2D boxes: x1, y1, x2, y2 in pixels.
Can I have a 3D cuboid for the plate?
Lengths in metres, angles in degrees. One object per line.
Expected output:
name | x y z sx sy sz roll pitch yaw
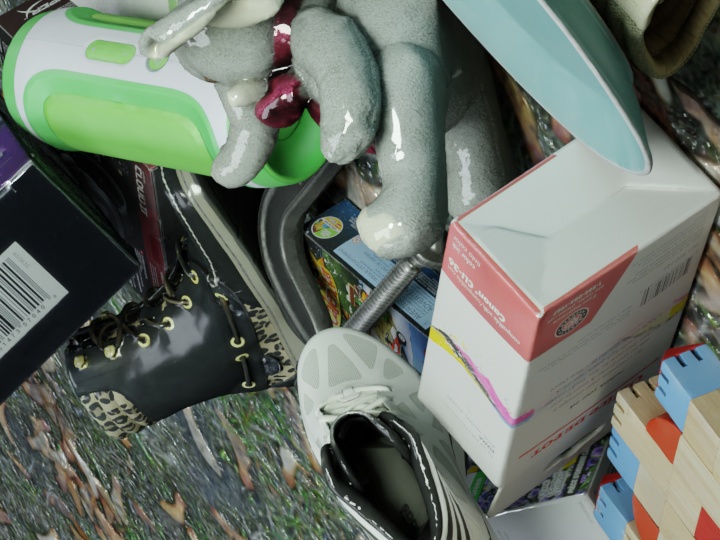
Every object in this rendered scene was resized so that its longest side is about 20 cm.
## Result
plate | 0.063 -0.122 1.161 0.200 0.026 0.200 47 177 3

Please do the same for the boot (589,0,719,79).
boot | 0.091 -0.180 1.107 0.155 0.072 0.200 49 162 25

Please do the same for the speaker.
speaker | -0.107 -0.098 1.513 0.199 0.088 0.089 12 131 39

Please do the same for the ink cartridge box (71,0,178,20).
ink cartridge box | -0.150 -0.206 1.598 0.200 0.048 0.146 42 152 34

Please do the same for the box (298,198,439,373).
box | 0.028 0.072 1.591 0.136 0.038 0.201 39 150 39

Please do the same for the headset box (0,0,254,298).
headset box | -0.139 -0.070 1.710 0.200 0.077 0.149 41 152 35

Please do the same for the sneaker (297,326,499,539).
sneaker | 0.011 0.079 1.361 0.201 0.075 0.116 60 178 41

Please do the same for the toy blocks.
toy blocks | 0.170 0.105 1.292 0.137 0.099 0.201 56 155 34

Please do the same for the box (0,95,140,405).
box | -0.240 -0.021 1.610 0.104 0.148 0.200 46 180 -34

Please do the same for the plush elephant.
plush elephant | -0.026 -0.101 1.319 0.154 0.165 0.201 -4 104 20

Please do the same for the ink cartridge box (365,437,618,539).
ink cartridge box | 0.066 0.160 1.461 0.199 0.050 0.109 -14 121 33

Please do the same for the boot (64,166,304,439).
boot | -0.117 0.020 1.631 0.204 0.153 0.074 59 -164 -45

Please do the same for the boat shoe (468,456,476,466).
boat shoe | 0.084 0.084 1.474 0.065 0.074 0.201 14 134 17

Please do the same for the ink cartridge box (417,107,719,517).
ink cartridge box | 0.094 0.025 1.297 0.068 0.116 0.200 47 154 23

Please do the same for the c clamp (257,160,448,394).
c clamp | 0.000 0.000 1.503 0.171 0.027 0.200 63 143 26
